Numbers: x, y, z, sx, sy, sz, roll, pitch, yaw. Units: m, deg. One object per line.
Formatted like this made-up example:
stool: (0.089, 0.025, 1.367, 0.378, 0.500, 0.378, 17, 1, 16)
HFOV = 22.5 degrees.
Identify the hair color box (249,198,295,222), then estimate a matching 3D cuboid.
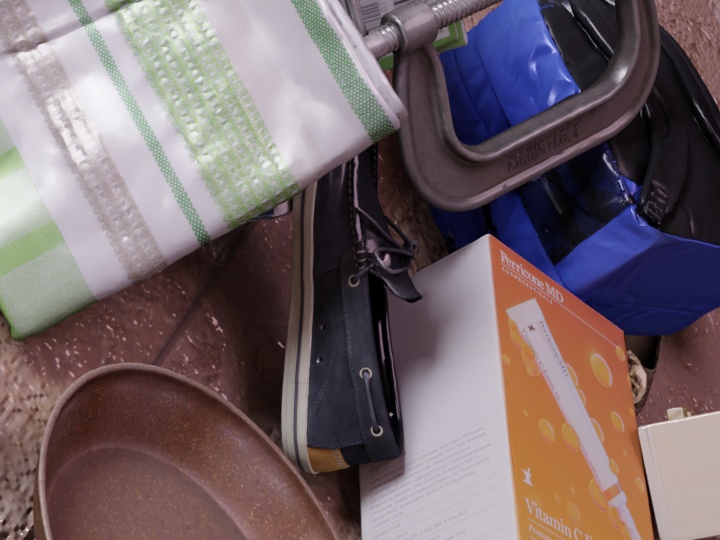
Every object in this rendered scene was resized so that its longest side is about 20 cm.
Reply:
hair color box: (-0.068, -0.125, 0.893, 0.100, 0.060, 0.201, -23, 107, -76)

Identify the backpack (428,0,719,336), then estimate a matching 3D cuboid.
backpack: (0.121, -0.063, 1.057, 0.162, 0.168, 0.201, 12, 51, -52)

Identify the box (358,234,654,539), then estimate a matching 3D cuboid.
box: (0.073, 0.105, 0.919, 0.124, 0.097, 0.201, 33, 40, -38)

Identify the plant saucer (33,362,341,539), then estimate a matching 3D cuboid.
plant saucer: (-0.070, 0.134, 0.768, 0.200, 0.037, 0.201, 41, 28, -27)

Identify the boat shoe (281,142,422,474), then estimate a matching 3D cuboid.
boat shoe: (0.000, 0.000, 0.884, 0.075, 0.062, 0.201, 15, 78, -76)

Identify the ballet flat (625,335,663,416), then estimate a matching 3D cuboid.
ballet flat: (0.175, 0.026, 1.155, 0.067, 0.046, 0.200, 46, 36, -12)

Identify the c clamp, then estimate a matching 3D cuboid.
c clamp: (0.075, -0.118, 0.891, 0.199, 0.027, 0.172, -22, 118, -30)

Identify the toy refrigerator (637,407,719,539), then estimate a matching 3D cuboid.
toy refrigerator: (0.207, 0.110, 1.021, 0.200, 0.076, 0.070, 18, 61, -75)

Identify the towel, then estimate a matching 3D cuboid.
towel: (-0.099, -0.080, 0.800, 0.150, 0.200, 0.031, 59, -4, 7)

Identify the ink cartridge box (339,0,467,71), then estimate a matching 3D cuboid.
ink cartridge box: (-0.003, -0.195, 0.953, 0.200, 0.059, 0.104, -110, -177, -57)
